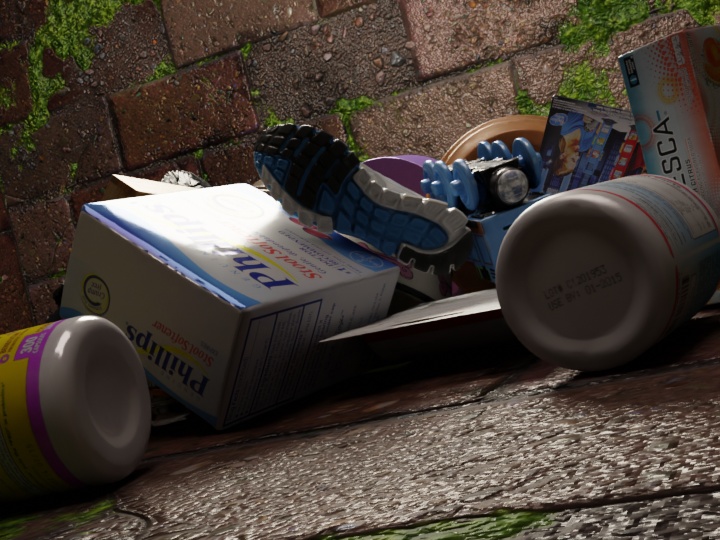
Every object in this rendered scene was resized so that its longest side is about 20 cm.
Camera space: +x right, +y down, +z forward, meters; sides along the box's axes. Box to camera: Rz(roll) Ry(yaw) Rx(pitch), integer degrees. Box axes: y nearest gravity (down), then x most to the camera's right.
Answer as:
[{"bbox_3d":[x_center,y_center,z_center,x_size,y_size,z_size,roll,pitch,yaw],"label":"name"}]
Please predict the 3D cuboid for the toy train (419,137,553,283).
[{"bbox_3d":[0.114,-0.053,0.979,0.086,0.115,0.200,-19,8,-9],"label":"toy train"}]

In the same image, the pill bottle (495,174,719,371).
[{"bbox_3d":[0.174,-0.006,0.711,0.108,0.110,0.200,-13,1,32],"label":"pill bottle"}]

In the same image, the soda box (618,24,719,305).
[{"bbox_3d":[0.260,-0.077,0.813,0.063,0.201,0.068,-14,0,-34],"label":"soda box"}]

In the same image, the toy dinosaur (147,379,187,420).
[{"bbox_3d":[-0.147,0.092,0.937,0.199,0.103,0.136,9,9,-18],"label":"toy dinosaur"}]

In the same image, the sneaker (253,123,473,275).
[{"bbox_3d":[-0.004,-0.058,0.925,0.199,0.075,0.087,30,3,-12],"label":"sneaker"}]

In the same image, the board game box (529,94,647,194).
[{"bbox_3d":[0.219,-0.043,0.987,0.061,0.201,0.200,20,5,-35],"label":"board game box"}]

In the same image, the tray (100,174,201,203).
[{"bbox_3d":[-0.160,-0.023,0.975,0.037,0.099,0.200,31,13,27],"label":"tray"}]

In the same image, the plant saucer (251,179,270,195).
[{"bbox_3d":[-0.034,-0.050,1.124,0.199,0.030,0.200,16,-11,3],"label":"plant saucer"}]

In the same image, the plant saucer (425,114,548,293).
[{"bbox_3d":[0.164,-0.060,1.089,0.199,0.202,0.037,-13,-9,2],"label":"plant saucer"}]

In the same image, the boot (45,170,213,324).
[{"bbox_3d":[-0.222,-0.009,1.090,0.168,0.076,0.200,-47,1,19],"label":"boot"}]

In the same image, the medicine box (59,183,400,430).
[{"bbox_3d":[-0.102,0.018,0.875,0.182,0.104,0.200,29,24,28],"label":"medicine box"}]

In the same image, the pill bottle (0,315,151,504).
[{"bbox_3d":[-0.241,0.097,0.688,0.199,0.105,0.104,-13,1,16],"label":"pill bottle"}]

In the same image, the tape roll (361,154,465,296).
[{"bbox_3d":[0.048,-0.035,1.288,0.199,0.202,0.066,-13,2,31],"label":"tape roll"}]

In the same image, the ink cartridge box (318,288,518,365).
[{"bbox_3d":[0.083,0.046,0.845,0.162,0.057,0.200,-13,5,26],"label":"ink cartridge box"}]

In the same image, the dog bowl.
[{"bbox_3d":[0.000,0.000,1.052,0.199,0.074,0.200,12,-16,4],"label":"dog bowl"}]
